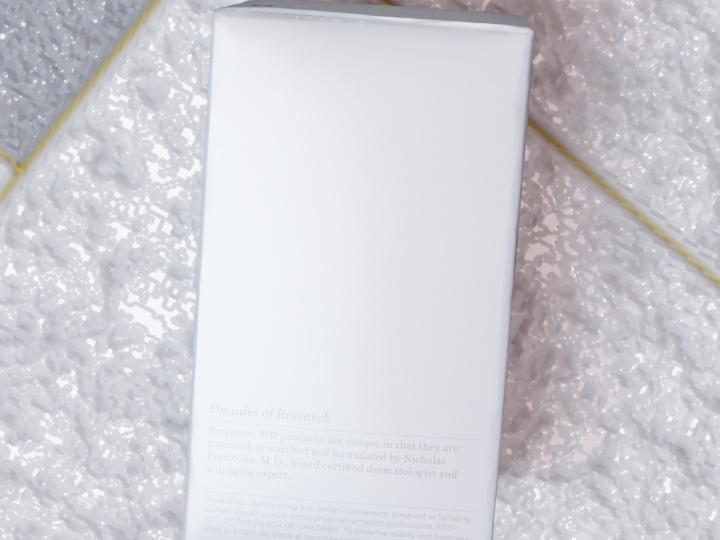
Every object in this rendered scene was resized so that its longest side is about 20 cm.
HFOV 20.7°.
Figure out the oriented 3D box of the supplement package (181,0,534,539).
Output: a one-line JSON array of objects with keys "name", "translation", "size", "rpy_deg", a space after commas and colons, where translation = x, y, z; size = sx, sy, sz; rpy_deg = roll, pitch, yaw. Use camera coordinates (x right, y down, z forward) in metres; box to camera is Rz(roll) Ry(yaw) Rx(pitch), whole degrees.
[{"name": "supplement package", "translation": [0.000, 0.000, 0.753], "size": [0.117, 0.117, 0.201], "rpy_deg": [4, 100, 3]}]
